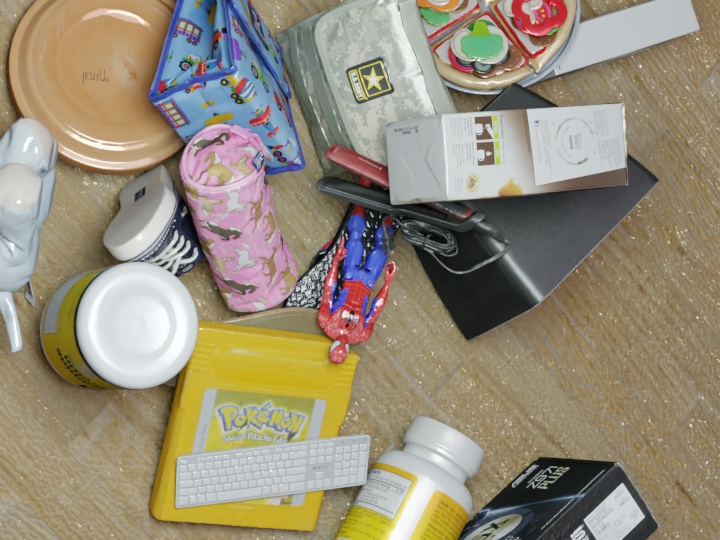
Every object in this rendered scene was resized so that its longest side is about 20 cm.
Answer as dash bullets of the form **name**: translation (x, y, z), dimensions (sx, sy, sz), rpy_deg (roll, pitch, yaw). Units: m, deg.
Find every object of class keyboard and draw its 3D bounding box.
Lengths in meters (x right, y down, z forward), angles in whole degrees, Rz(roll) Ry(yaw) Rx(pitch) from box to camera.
- **keyboard**: translation (-0.085, 0.196, 1.683), dimensions (0.198, 0.011, 0.057), rpy_deg (-4, 109, -21)

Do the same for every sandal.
- **sandal**: translation (-0.111, 0.067, 1.705), dimensions (0.210, 0.070, 0.078), rpy_deg (-6, 112, -19)
- **sandal**: translation (-0.015, -0.004, 1.763), dimensions (0.075, 0.045, 0.201), rpy_deg (33, 82, -10)

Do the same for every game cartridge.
- **game cartridge**: translation (-0.103, 0.155, 1.683), dimensions (0.175, 0.032, 0.202), rpy_deg (7, 107, -24)

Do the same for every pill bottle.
- **pill bottle**: translation (-0.230, 0.054, 1.577), dimensions (0.111, 0.200, 0.113), rpy_deg (2, 85, -24)
- **pill bottle**: translation (0.045, 0.254, 1.739), dimensions (0.112, 0.113, 0.201), rpy_deg (34, 73, -19)

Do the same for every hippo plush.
- **hippo plush**: translation (-0.370, -0.062, 1.577), dimensions (0.159, 0.160, 0.201), rpy_deg (10, 126, -6)

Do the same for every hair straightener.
- **hair straightener**: translation (0.049, -0.051, 1.666), dimensions (0.199, 0.041, 0.077), rpy_deg (22, 117, 2)

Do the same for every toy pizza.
- **toy pizza**: translation (0.134, -0.282, 1.816), dimensions (0.198, 0.032, 0.202), rpy_deg (-1, 72, 2)

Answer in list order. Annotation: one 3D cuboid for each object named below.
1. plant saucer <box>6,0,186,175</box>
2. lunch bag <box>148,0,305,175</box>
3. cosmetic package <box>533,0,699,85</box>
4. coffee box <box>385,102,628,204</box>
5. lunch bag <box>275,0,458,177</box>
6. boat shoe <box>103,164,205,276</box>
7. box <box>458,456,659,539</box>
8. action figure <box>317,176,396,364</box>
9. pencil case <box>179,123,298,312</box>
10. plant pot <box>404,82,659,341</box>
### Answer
- **plant saucer**: translation (-0.241, -0.193, 1.662), dimensions (0.199, 0.032, 0.202), rpy_deg (5, 74, -16)
- **lunch bag**: translation (-0.125, -0.204, 1.665), dimensions (0.151, 0.093, 0.201), rpy_deg (53, 27, -46)
- **cosmetic package**: translation (0.269, -0.256, 1.898), dimensions (0.199, 0.082, 0.051), rpy_deg (-20, 95, -25)
- **coffee box**: translation (0.137, -0.109, 1.601), dimensions (0.198, 0.114, 0.080), rpy_deg (-6, 93, -26)
- **lunch bag**: translation (0.015, -0.190, 1.711), dimensions (0.117, 0.200, 0.165), rpy_deg (-23, 96, -25)
- **boat shoe**: translation (-0.184, -0.030, 1.617), dimensions (0.074, 0.200, 0.093), rpy_deg (-31, 108, 11)
- **box**: translation (0.180, 0.288, 1.771), dimensions (0.200, 0.164, 0.086), rpy_deg (-39, 102, -21)
- **action figure**: translation (0.000, 0.000, 1.690), dimensions (0.065, 0.052, 0.201), rpy_deg (21, 67, -13)
- **pencil case**: translation (-0.114, -0.046, 1.634), dimensions (0.086, 0.201, 0.083), rpy_deg (-11, 50, 0)
- **plant pot**: translation (0.152, -0.073, 1.778), dimensions (0.200, 0.199, 0.178), rpy_deg (-42, 93, -21)
